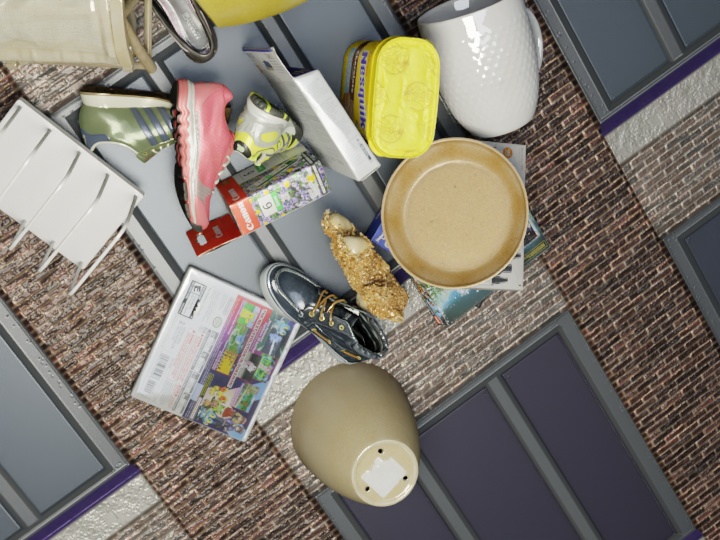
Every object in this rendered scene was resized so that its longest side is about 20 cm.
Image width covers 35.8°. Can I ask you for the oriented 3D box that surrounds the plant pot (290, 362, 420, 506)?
[{"bbox_3d":[0.011,0.249,1.562,0.185,0.200,0.190,-3,103,-14],"label":"plant pot"}]

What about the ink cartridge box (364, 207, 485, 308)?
[{"bbox_3d":[0.112,-0.035,1.611,0.199,0.044,0.095,32,90,-18],"label":"ink cartridge box"}]

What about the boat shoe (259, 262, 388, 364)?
[{"bbox_3d":[-0.046,0.055,1.556,0.200,0.091,0.071,42,63,-22],"label":"boat shoe"}]

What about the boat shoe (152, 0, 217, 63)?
[{"bbox_3d":[-0.248,-0.361,1.446,0.067,0.057,0.201,-35,107,-5],"label":"boat shoe"}]

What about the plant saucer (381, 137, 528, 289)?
[{"bbox_3d":[0.127,-0.075,1.492,0.198,0.035,0.203,-1,86,13],"label":"plant saucer"}]

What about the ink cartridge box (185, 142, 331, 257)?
[{"bbox_3d":[-0.147,-0.097,1.496,0.198,0.109,0.051,-27,115,-7],"label":"ink cartridge box"}]

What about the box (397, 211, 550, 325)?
[{"bbox_3d":[0.156,-0.035,1.575,0.199,0.038,0.137,-35,101,-18],"label":"box"}]

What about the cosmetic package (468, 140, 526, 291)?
[{"bbox_3d":[0.182,-0.074,1.538,0.082,0.051,0.203,2,87,-21],"label":"cosmetic package"}]

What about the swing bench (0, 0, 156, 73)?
[{"bbox_3d":[-0.359,-0.304,1.332,0.196,0.200,0.132,2,101,2],"label":"swing bench"}]

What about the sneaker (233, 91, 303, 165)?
[{"bbox_3d":[-0.128,-0.179,1.448,0.075,0.200,0.077,35,94,7],"label":"sneaker"}]

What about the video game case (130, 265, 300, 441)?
[{"bbox_3d":[-0.202,0.119,1.575,0.181,0.023,0.202,25,93,-17],"label":"video game case"}]

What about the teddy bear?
[{"bbox_3d":[0.000,0.000,1.534,0.067,0.200,0.145,-40,65,-3],"label":"teddy bear"}]

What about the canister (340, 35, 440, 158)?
[{"bbox_3d":[0.033,-0.232,1.468,0.085,0.200,0.151,1,101,-14],"label":"canister"}]

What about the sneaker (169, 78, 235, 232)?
[{"bbox_3d":[-0.195,-0.146,1.436,0.086,0.074,0.203,-6,112,-17],"label":"sneaker"}]

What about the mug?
[{"bbox_3d":[0.188,-0.293,1.538,0.199,0.147,0.177,-37,117,-36],"label":"mug"}]

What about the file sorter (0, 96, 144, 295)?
[{"bbox_3d":[-0.401,-0.089,1.412,0.199,0.125,0.139,39,106,-18],"label":"file sorter"}]

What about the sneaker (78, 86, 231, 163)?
[{"bbox_3d":[-0.274,-0.187,1.476,0.198,0.067,0.091,4,108,-15],"label":"sneaker"}]

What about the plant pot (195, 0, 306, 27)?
[{"bbox_3d":[-0.157,-0.390,1.394,0.142,0.200,0.201,-39,108,2],"label":"plant pot"}]

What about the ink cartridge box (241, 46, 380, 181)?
[{"bbox_3d":[-0.066,-0.216,1.448,0.040,0.199,0.201,-37,109,-6],"label":"ink cartridge box"}]
